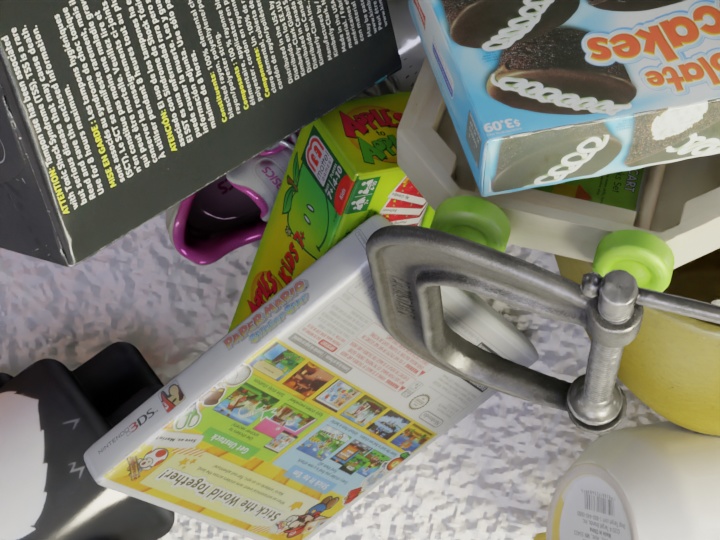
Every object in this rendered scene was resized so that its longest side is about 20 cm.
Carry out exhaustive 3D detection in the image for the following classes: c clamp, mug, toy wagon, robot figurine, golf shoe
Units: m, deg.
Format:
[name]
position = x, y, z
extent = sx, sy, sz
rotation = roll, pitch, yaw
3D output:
[c clamp]
position = 0.080, 0.032, 0.691
extent = 0.171, 0.027, 0.200
rotation = 19, 163, 6
[mug]
position = 0.174, 0.151, 0.846
extent = 0.153, 0.150, 0.187
rotation = 2, 136, -26
[toy wagon]
position = 0.119, -0.054, 0.707
extent = 0.200, 0.155, 0.040
rotation = 13, 142, 10
[robot figurine]
position = -0.184, 0.128, 0.898
extent = 0.200, 0.150, 0.125
rotation = -37, 101, -9
[golf shoe]
position = -0.018, -0.066, 0.811
extent = 0.200, 0.092, 0.075
rotation = -35, 108, 22

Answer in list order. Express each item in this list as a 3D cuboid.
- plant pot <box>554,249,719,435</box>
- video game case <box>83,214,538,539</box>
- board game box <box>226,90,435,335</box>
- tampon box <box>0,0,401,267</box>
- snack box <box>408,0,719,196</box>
[plant pot]
position = 0.182, -0.001, 0.778
extent = 0.200, 0.200, 0.142
rotation = 4, 140, 6
[video game case]
position = -0.016, 0.066, 0.826
extent = 0.182, 0.023, 0.200
rotation = -39, 150, 9
[board game box]
position = 0.000, 0.000, 0.816
extent = 0.101, 0.048, 0.200
rotation = -12, 143, -32
[tampon box]
position = -0.110, -0.111, 0.708
extent = 0.150, 0.200, 0.126
rotation = 12, 126, 44
[snack box]
position = 0.131, -0.100, 0.694
extent = 0.200, 0.116, 0.037
rotation = -11, 142, -9
